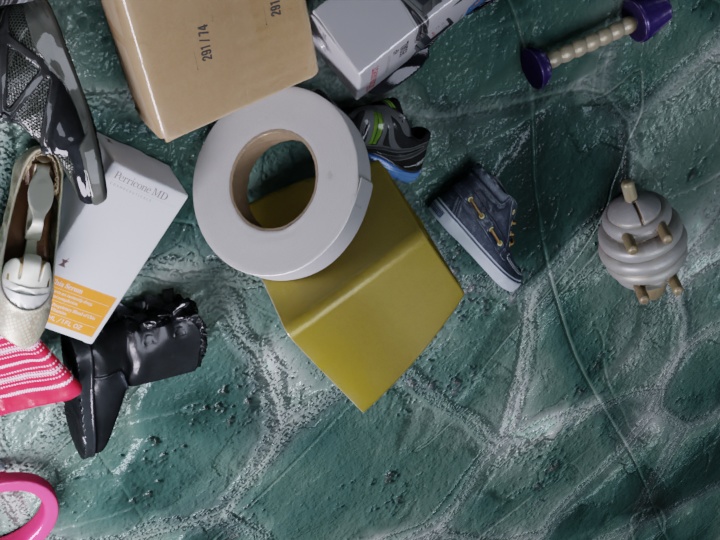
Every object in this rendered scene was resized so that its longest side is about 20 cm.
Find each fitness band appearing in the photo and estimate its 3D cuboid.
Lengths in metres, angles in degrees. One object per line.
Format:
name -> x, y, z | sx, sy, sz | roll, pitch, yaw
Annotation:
fitness band -> -0.459, 0.303, 1.391 | 0.197, 0.038, 0.145 | -19, 131, -19

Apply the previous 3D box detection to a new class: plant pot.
plant pot -> 0.000, 0.000, 1.319 | 0.175, 0.201, 0.200 | -33, 140, 6

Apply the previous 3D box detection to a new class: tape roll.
tape roll -> -0.083, -0.091, 1.226 | 0.203, 0.203, 0.037 | -49, 157, 9

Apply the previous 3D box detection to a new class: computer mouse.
computer mouse -> 0.078, -0.267, 1.302 | 0.199, 0.059, 0.034 | -40, 117, -3

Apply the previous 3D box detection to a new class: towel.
towel -> -0.401, 0.087, 1.229 | 0.142, 0.023, 0.201 | -13, 136, 18

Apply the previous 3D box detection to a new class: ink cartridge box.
ink cartridge box -> 0.049, -0.278, 1.204 | 0.199, 0.085, 0.145 | -38, 179, -2

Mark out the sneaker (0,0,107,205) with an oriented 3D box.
sneaker -> -0.312, -0.147, 1.104 | 0.113, 0.076, 0.202 | -22, 112, -7

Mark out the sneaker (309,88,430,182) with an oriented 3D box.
sneaker -> 0.006, -0.166, 1.327 | 0.198, 0.071, 0.084 | 20, 100, -43

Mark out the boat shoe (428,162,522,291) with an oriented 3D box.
boat shoe -> 0.176, -0.052, 1.511 | 0.091, 0.071, 0.200 | -42, 133, 8

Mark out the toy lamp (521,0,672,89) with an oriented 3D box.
toy lamp -> 0.292, -0.285, 1.425 | 0.198, 0.058, 0.059 | -26, 133, -15

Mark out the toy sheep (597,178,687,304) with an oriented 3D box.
toy sheep -> 0.391, -0.041, 1.619 | 0.136, 0.138, 0.202 | -27, 127, -13

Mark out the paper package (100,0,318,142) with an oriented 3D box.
paper package -> -0.149, -0.259, 1.127 | 0.188, 0.104, 0.202 | -26, 132, -16

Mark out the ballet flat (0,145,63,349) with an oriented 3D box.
ballet flat -> -0.328, -0.026, 1.146 | 0.066, 0.062, 0.204 | 6, 82, -25

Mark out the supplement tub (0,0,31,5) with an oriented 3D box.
supplement tub -> -0.340, -0.280, 0.973 | 0.197, 0.123, 0.124 | -13, 129, -24

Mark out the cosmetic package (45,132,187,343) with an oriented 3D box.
cosmetic package -> -0.282, -0.032, 1.232 | 0.101, 0.071, 0.201 | 23, 108, -41

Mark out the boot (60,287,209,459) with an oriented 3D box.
boot -> -0.263, 0.121, 1.363 | 0.160, 0.073, 0.201 | -17, 133, -30
